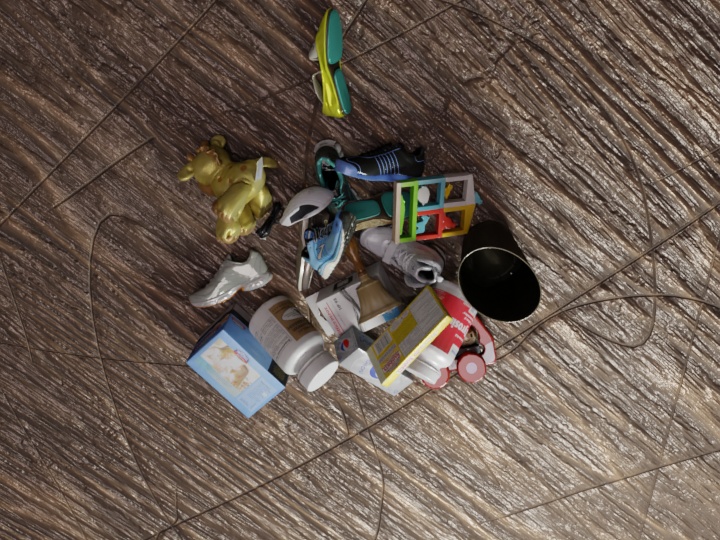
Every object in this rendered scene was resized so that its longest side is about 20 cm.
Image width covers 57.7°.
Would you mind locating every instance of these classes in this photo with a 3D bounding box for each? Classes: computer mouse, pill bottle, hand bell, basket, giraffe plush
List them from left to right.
[{"bbox_3d":[-0.279,-0.182,1.331,0.161,0.172,0.202,30,125,14],"label":"giraffe plush"},{"bbox_3d":[-0.133,-0.128,1.318,0.198,0.110,0.044,-21,117,39],"label":"computer mouse"},{"bbox_3d":[-0.144,0.161,1.435,0.200,0.114,0.115,45,114,21],"label":"pill bottle"},{"bbox_3d":[0.000,0.000,1.363,0.103,0.104,0.202,-26,86,15],"label":"hand bell"},{"bbox_3d":[0.164,0.130,1.383,0.111,0.112,0.202,30,81,-9],"label":"pill bottle"},{"bbox_3d":[0.271,-0.012,1.327,0.180,0.201,0.136,38,112,-12],"label":"basket"}]

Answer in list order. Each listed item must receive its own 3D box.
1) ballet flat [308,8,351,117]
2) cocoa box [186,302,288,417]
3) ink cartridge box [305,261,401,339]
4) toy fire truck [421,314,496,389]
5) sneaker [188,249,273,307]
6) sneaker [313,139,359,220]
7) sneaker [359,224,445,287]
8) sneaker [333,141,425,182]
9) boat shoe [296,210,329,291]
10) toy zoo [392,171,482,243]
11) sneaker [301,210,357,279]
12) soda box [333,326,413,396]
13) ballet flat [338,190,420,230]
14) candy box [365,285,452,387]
[{"bbox_3d":[-0.066,-0.395,1.261,0.066,0.067,0.203,4,118,26],"label":"ballet flat"},{"bbox_3d":[-0.272,0.206,1.500,0.133,0.132,0.200,-39,106,19],"label":"cocoa box"},{"bbox_3d":[-0.019,0.080,1.462,0.198,0.067,0.117,-26,110,14],"label":"ink cartridge box"},{"bbox_3d":[0.200,0.163,1.470,0.197,0.112,0.171,-11,94,8],"label":"toy fire truck"},{"bbox_3d":[-0.298,0.013,1.457,0.197,0.076,0.093,-21,104,5],"label":"sneaker"},{"bbox_3d":[-0.052,-0.162,1.344,0.077,0.092,0.202,-18,112,12],"label":"sneaker"},{"bbox_3d":[0.090,-0.031,1.378,0.197,0.115,0.076,21,113,-6],"label":"sneaker"},{"bbox_3d":[0.041,-0.220,1.302,0.197,0.070,0.079,2,107,-29],"label":"sneaker"},{"bbox_3d":[-0.106,-0.041,1.413,0.059,0.072,0.203,0,123,-13],"label":"boat shoe"},{"bbox_3d":[0.161,-0.130,1.342,0.197,0.020,0.133,-8,118,-17],"label":"toy zoo"},{"bbox_3d":[-0.072,-0.056,1.292,0.089,0.079,0.200,29,144,-5],"label":"sneaker"},{"bbox_3d":[0.031,0.208,1.475,0.063,0.069,0.199,-40,129,18],"label":"soda box"},{"bbox_3d":[0.035,-0.121,1.353,0.197,0.065,0.072,-8,73,-29],"label":"ballet flat"},{"bbox_3d":[0.097,0.134,1.339,0.026,0.103,0.200,29,110,-38],"label":"candy box"}]
